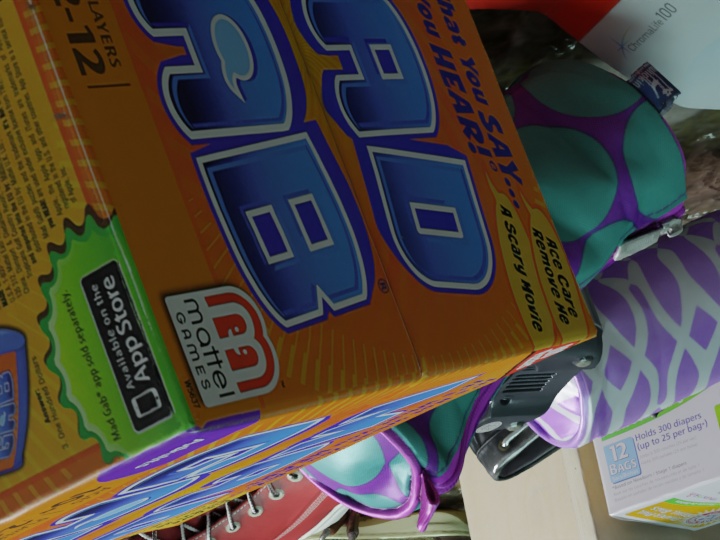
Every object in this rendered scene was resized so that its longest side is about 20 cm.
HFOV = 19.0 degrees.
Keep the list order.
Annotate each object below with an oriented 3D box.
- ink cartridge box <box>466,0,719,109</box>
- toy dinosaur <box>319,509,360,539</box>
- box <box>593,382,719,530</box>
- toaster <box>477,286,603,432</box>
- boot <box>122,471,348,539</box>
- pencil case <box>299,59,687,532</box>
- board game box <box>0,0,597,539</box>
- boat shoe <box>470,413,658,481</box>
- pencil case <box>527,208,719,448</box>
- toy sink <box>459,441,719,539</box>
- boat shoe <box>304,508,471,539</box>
[{"bbox_3d":[0.139,-0.116,0.813,0.199,0.047,0.160,-2,157,-28],"label":"ink cartridge box"},{"bbox_3d":[-0.042,0.087,1.243,0.200,0.105,0.182,-43,155,-25],"label":"toy dinosaur"},{"bbox_3d":[0.235,0.065,1.217,0.200,0.113,0.101,-25,156,32],"label":"box"},{"bbox_3d":[0.000,0.000,0.923,0.199,0.130,0.114,-3,156,-20],"label":"toaster"},{"bbox_3d":[-0.056,0.102,1.047,0.144,0.073,0.200,-23,161,-32],"label":"boot"},{"bbox_3d":[0.047,0.004,0.822,0.200,0.092,0.085,-46,164,-30],"label":"pencil case"},{"bbox_3d":[-0.088,-0.025,0.666,0.200,0.200,0.200,-27,170,35],"label":"board game box"},{"bbox_3d":[0.144,0.049,1.156,0.200,0.071,0.072,-31,156,12],"label":"boat shoe"},{"bbox_3d":[0.155,0.014,1.038,0.200,0.085,0.084,-22,122,-26],"label":"pencil case"},{"bbox_3d":[0.148,0.171,1.321,0.130,0.201,0.112,8,151,-40],"label":"toy sink"},{"bbox_3d":[-0.015,0.214,1.527,0.199,0.065,0.073,-10,160,1],"label":"boat shoe"}]
